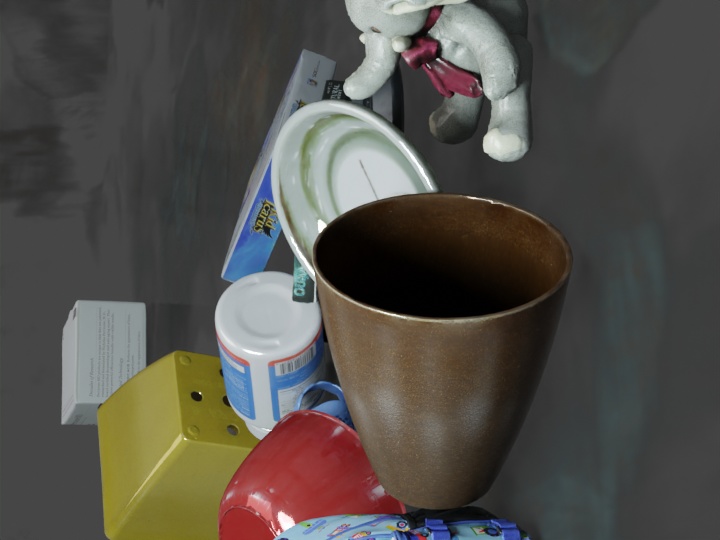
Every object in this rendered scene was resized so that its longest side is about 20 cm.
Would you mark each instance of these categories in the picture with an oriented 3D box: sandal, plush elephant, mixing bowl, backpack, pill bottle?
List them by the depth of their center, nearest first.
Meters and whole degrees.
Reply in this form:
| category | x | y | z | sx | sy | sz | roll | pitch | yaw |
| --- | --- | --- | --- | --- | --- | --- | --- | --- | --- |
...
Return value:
| category | x | y | z | sx | sy | sz | roll | pitch | yaw |
| --- | --- | --- | --- | --- | --- | --- | --- | --- | --- |
| backpack | 0.021 | 0.268 | 1.128 | 0.135 | 0.200 | 0.183 | 156 | 116 | -70 |
| plush elephant | 0.051 | -0.188 | 1.186 | 0.165 | 0.155 | 0.200 | -132 | 47 | -65 |
| mixing bowl | -0.059 | 0.241 | 1.389 | 0.200 | 0.108 | 0.200 | 22 | 123 | 38 |
| sandal | -0.031 | 0.170 | 1.510 | 0.200 | 0.079 | 0.087 | -146 | 64 | -68 |
| pill bottle | -0.093 | 0.101 | 1.607 | 0.200 | 0.112 | 0.112 | 90 | 171 | -53 |

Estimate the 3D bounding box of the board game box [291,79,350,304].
| category | x | y | z | sx | sy | sz | roll | pitch | yaw |
| --- | --- | --- | --- | --- | --- | --- | --- | --- | --- |
| board game box | -0.039 | -0.081 | 1.516 | 0.200 | 0.028 | 0.135 | -78 | -5 | -49 |

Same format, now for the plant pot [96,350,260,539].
| category | x | y | z | sx | sy | sz | roll | pitch | yaw |
| --- | --- | --- | --- | --- | --- | --- | --- | --- | --- |
| plant pot | -0.195 | 0.210 | 1.844 | 0.176 | 0.200 | 0.200 | -55 | 34 | 38 |

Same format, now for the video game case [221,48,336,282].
| category | x | y | z | sx | sy | sz | roll | pitch | yaw |
| --- | --- | --- | --- | --- | --- | --- | --- | --- | --- |
| video game case | -0.088 | -0.110 | 1.641 | 0.181 | 0.045 | 0.200 | -80 | 12 | -47 |

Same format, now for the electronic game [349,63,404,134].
| category | x | y | z | sx | sy | sz | roll | pitch | yaw |
| --- | --- | --- | --- | --- | --- | --- | --- | --- | --- |
| electronic game | 0.015 | -0.116 | 1.465 | 0.200 | 0.042 | 0.200 | -177 | 90 | -80 |

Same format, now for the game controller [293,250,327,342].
| category | x | y | z | sx | sy | sz | roll | pitch | yaw |
| --- | --- | --- | --- | --- | --- | --- | --- | --- | --- |
| game controller | -0.048 | -0.012 | 1.646 | 0.200 | 0.042 | 0.104 | -110 | 29 | -52 |

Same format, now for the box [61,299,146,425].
| category | x | y | z | sx | sy | sz | roll | pitch | yaw |
| --- | --- | --- | --- | --- | --- | --- | --- | --- | --- |
| box | -0.480 | 0.174 | 2.795 | 0.199 | 0.131 | 0.200 | 137 | 134 | -65 |

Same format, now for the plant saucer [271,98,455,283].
| category | x | y | z | sx | sy | sz | roll | pitch | yaw |
| --- | --- | --- | --- | --- | --- | --- | --- | --- | --- |
| plant saucer | 0.011 | -0.054 | 1.251 | 0.200 | 0.050 | 0.200 | 26 | 131 | 34 |

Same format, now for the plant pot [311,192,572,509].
| category | x | y | z | sx | sy | sz | roll | pitch | yaw |
| --- | --- | --- | --- | --- | --- | --- | --- | --- | --- |
| plant pot | 0.060 | 0.072 | 1.124 | 0.187 | 0.187 | 0.200 | -118 | 23 | -58 |
